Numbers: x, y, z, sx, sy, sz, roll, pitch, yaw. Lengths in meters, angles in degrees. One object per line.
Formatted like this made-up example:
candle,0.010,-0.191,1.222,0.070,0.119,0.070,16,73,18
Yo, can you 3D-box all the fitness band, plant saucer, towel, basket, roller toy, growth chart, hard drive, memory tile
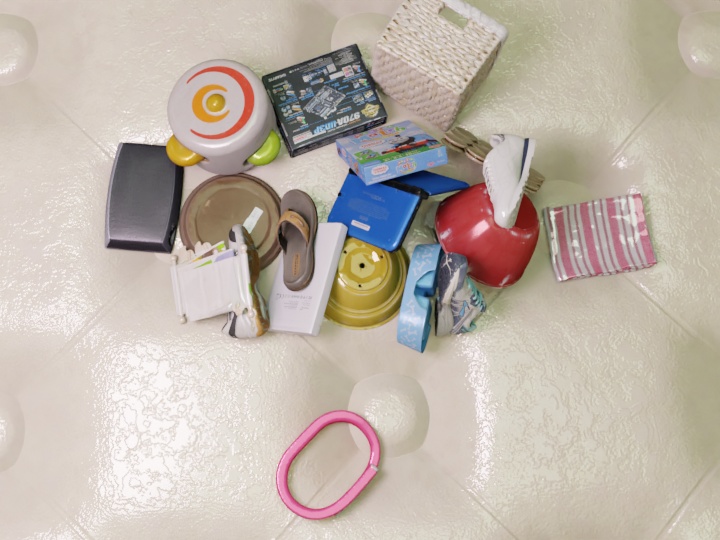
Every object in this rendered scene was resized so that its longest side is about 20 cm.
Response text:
fitness band,-0.055,0.335,1.590,0.144,0.037,0.200,43,76,6
plant saucer,-0.232,-0.087,1.681,0.198,0.029,0.202,1,76,-5
towel,0.449,-0.064,1.732,0.198,0.030,0.148,-9,77,-7
basket,0.138,-0.393,1.699,0.197,0.200,0.161,32,78,4
roller toy,-0.250,-0.277,1.657,0.198,0.140,0.184,-7,76,2
growth chart,-0.261,0.019,1.599,0.199,0.018,0.146,-9,80,36
hard drive,-0.100,0.014,1.627,0.027,0.131,0.202,29,71,-44
hard drive,-0.393,-0.136,1.670,0.134,0.042,0.202,5,76,-3
memory tile,0.245,-0.203,1.695,0.199,0.153,0.017,32,111,6

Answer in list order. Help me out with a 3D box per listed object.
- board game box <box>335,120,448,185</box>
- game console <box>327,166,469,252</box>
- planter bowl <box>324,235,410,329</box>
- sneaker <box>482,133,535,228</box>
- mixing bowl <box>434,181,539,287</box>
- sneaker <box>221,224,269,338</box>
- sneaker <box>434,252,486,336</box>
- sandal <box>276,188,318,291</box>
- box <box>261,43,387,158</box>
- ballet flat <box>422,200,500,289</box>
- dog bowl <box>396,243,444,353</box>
board game box,0.051,-0.215,1.657,0.150,0.200,0.037,-17,115,-10
game console,0.064,-0.116,1.640,0.118,0.199,0.172,26,89,-42
planter bowl,0.000,0.000,1.651,0.198,0.083,0.202,1,77,-4
sneaker,0.243,-0.153,1.571,0.080,0.077,0.201,15,51,4
mixing bowl,0.244,-0.083,1.635,0.199,0.108,0.201,18,50,-23
sneaker,-0.220,0.021,1.612,0.087,0.076,0.202,-12,79,14
sneaker,0.177,0.039,1.604,0.085,0.201,0.078,0,52,-2
sandal,-0.121,-0.061,1.625,0.081,0.054,0.202,-19,58,35
box,-0.068,-0.321,1.741,0.199,0.046,0.160,-22,80,-10
ballet flat,0.186,-0.037,1.694,0.072,0.072,0.201,-33,79,-12
dog bowl,0.106,0.045,1.640,0.049,0.112,0.202,10,76,11
